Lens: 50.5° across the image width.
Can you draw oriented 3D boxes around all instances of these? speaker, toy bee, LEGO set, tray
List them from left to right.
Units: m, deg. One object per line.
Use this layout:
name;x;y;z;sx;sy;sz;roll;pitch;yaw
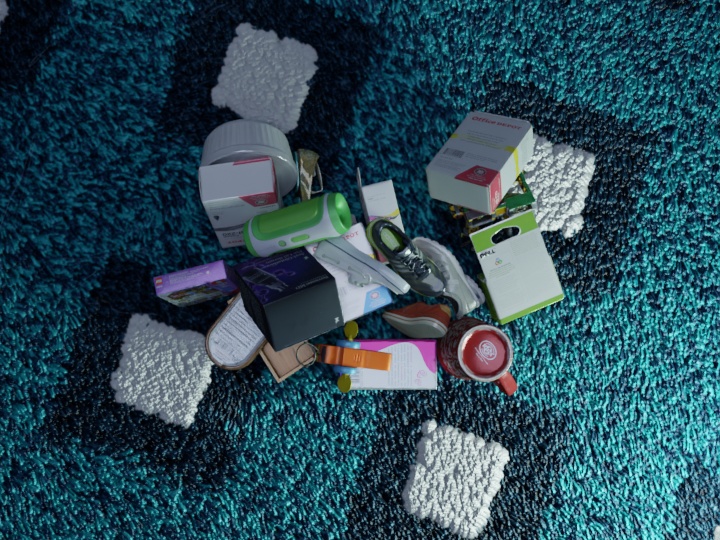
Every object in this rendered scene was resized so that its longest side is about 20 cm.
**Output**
tray;-0.184;0.124;1.606;0.098;0.037;0.201;-33;87;-3
speaker;-0.121;-0.086;1.455;0.199;0.088;0.089;-15;87;20
toy bee;-0.043;0.157;1.486;0.199;0.109;0.132;33;76;-23
LEGO set;0.278;-0.135;1.614;0.199;0.116;0.154;-24;58;-6

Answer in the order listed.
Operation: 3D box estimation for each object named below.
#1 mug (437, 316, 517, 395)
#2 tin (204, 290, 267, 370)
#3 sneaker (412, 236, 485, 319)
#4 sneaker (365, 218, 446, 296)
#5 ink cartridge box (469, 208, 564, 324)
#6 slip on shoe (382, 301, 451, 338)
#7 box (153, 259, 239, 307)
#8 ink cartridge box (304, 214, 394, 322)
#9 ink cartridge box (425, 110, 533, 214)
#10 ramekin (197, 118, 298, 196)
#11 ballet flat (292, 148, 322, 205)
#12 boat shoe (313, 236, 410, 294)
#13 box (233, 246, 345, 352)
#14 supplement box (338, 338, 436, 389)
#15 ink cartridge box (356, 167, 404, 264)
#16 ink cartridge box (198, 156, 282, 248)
mug;0.252;0.167;1.532;0.176;0.200;0.134;19;86;0
tin;-0.236;0.115;1.570;0.112;0.042;0.200;38;86;-3
sneaker;0.172;0.014;1.596;0.082;0.075;0.200;-43;89;-13
sneaker;0.090;-0.022;1.483;0.200;0.081;0.074;42;89;-3
ink cartridge box;0.316;-0.011;1.586;0.147;0.076;0.201;-22;99;-3
slip on shoe;0.115;0.096;1.546;0.074;0.200;0.061;40;69;-23
box;-0.319;0.029;1.524;0.136;0.200;0.039;-14;81;-3
ink cartridge box;-0.029;-0.001;1.571;0.128;0.125;0.201;-21;87;-3
ink cartridge box;0.245;-0.222;1.548;0.144;0.084;0.200;20;56;30
ramekin;-0.230;-0.223;1.548;0.201;0.203;0.095;-7;66;-2
ballet flat;-0.113;-0.156;1.611;0.070;0.071;0.202;2;87;-1
boat shoe;0.000;0.000;1.479;0.199;0.074;0.067;34;88;13
box;-0.138;0.046;1.454;0.147;0.200;0.105;-21;119;-19
supplement box;0.054;0.192;1.575;0.198;0.103;0.102;0;86;0
ink cartridge box;0.044;-0.116;1.584;0.067;0.116;0.201;-14;88;-3
ink cartridge box;-0.231;-0.131;1.530;0.145;0.200;0.085;-9;67;-2
